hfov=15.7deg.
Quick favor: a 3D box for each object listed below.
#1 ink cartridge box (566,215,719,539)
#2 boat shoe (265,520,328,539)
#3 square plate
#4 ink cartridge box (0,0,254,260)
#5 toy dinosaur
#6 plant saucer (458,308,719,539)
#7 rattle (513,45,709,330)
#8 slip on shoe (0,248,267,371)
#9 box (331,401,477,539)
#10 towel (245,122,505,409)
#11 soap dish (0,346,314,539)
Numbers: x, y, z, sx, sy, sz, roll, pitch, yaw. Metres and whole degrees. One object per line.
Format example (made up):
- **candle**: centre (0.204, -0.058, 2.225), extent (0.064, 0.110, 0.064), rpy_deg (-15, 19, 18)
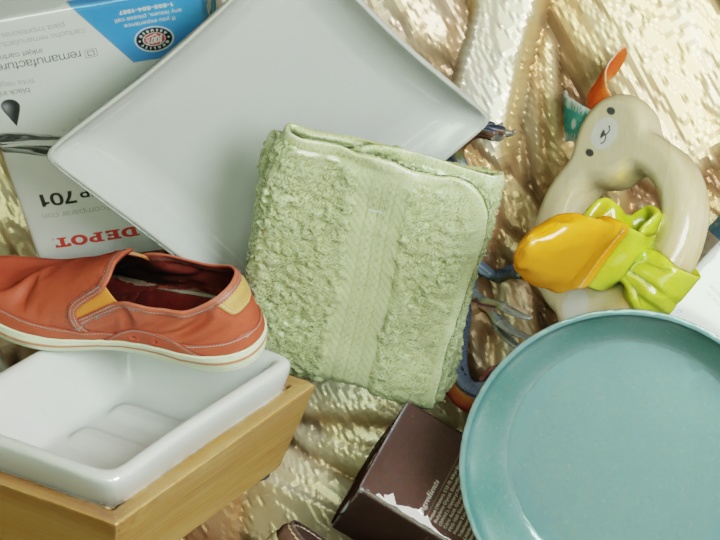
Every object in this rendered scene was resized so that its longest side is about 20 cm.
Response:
- **ink cartridge box**: centre (0.221, 0.064, 1.628), extent (0.129, 0.125, 0.200), rpy_deg (45, 97, -1)
- **boat shoe**: centre (0.036, 0.204, 1.609), extent (0.200, 0.072, 0.072), rpy_deg (34, 98, 2)
- **square plate**: centre (-0.054, -0.085, 1.562), extent (0.200, 0.028, 0.198), rpy_deg (-39, 131, 14)
- **ink cartridge box**: centre (-0.149, -0.108, 1.600), extent (0.146, 0.086, 0.200), rpy_deg (-9, 132, 4)
- **toy dinosaur**: centre (0.057, -0.005, 1.675), extent (0.200, 0.105, 0.182), rpy_deg (18, 108, 35)
- **plant saucer**: centre (0.160, 0.117, 1.556), extent (0.199, 0.036, 0.201), rpy_deg (2, 102, 10)
- **rattle**: centre (0.122, -0.066, 1.573), extent (0.142, 0.130, 0.201), rpy_deg (11, 61, -28)
- **slip on shoe**: centre (-0.153, 0.013, 1.587), extent (0.199, 0.074, 0.061), rpy_deg (9, 130, 18)
- **box**: centre (0.089, 0.172, 1.650), extent (0.200, 0.100, 0.075), rpy_deg (29, 68, -1)
- **towel**: centre (0.000, 0.000, 1.579), extent (0.148, 0.037, 0.200), rpy_deg (12, 133, 0)
- **soap dish**: centre (-0.146, 0.104, 1.570), extent (0.157, 0.200, 0.082), rpy_deg (15, 120, 30)
